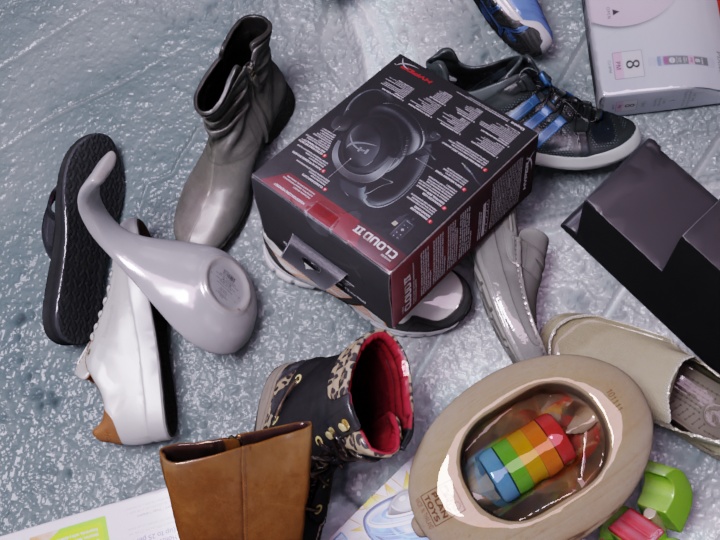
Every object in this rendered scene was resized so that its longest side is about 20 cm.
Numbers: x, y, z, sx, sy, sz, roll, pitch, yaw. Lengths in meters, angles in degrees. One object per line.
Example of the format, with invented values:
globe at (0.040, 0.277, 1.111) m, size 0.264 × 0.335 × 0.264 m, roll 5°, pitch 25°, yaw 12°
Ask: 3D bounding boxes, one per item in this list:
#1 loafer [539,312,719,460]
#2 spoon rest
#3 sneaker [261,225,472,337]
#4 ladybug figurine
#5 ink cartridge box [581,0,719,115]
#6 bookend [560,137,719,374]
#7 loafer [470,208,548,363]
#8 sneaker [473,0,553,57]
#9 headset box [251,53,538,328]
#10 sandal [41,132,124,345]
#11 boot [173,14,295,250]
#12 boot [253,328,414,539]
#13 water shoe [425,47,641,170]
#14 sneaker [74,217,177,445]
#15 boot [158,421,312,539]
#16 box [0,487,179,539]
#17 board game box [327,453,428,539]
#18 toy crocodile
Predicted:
loafer at (0.237, 0.086, 0.770) m, size 0.198 × 0.068 × 0.076 m, roll 24°, pitch 78°, yaw 14°
spoon rest at (-0.162, -0.009, 0.812) m, size 0.060 × 0.200 × 0.100 m, roll -24°, pitch 30°, yaw 34°
sneaker at (0.000, 0.000, 0.825) m, size 0.198 × 0.080 × 0.074 m, roll 18°, pitch 75°, yaw 11°
ladybug figurine at (0.126, 0.145, 0.729) m, size 0.199 × 0.072 × 0.137 m, roll -27°, pitch 70°, yaw -2°
ink cartridge box at (0.304, -0.232, 0.867) m, size 0.198 × 0.057 × 0.164 m, roll -7°, pitch 72°, yaw 11°
bookend at (0.260, -0.029, 0.733) m, size 0.092 × 0.199 × 0.200 m, roll -42°, pitch 71°, yaw -6°
loafer at (0.127, -0.011, 0.807) m, size 0.069 × 0.070 × 0.202 m, roll -16°, pitch 64°, yaw 5°
sneaker at (0.131, -0.290, 0.893) m, size 0.076 × 0.076 × 0.201 m, roll -27°, pitch 73°, yaw 4°
headset box at (0.023, -0.063, 0.765) m, size 0.148 × 0.078 × 0.200 m, roll 34°, pitch 64°, yaw 26°
sandal at (-0.265, -0.033, 0.878) m, size 0.047 × 0.075 × 0.203 m, roll -2°, pitch 72°, yaw 26°
boot at (-0.126, -0.119, 0.850) m, size 0.067 × 0.131 × 0.202 m, roll 21°, pitch 77°, yaw 13°
boot at (-0.028, 0.148, 0.736) m, size 0.073 × 0.150 × 0.202 m, roll 25°, pitch 56°, yaw -26°
water shoe at (0.147, -0.143, 0.835) m, size 0.198 × 0.079 × 0.072 m, roll 10°, pitch 41°, yaw 11°
sneaker at (-0.214, 0.052, 0.841) m, size 0.084 × 0.073 × 0.202 m, roll -9°, pitch 74°, yaw 3°
boot at (-0.041, 0.199, 0.679) m, size 0.186 × 0.068 × 0.202 m, roll -4°, pitch 103°, yaw -10°
box at (-0.192, 0.248, 0.765) m, size 0.198 × 0.101 × 0.114 m, roll -17°, pitch 72°, yaw 2°
board game box at (0.083, 0.205, 0.774) m, size 0.200 × 0.034 × 0.135 m, roll -44°, pitch 73°, yaw -6°
toy crocodile at (0.185, 0.234, 0.722) m, size 0.200 × 0.062 × 0.067 m, roll -47°, pitch 37°, yaw -11°
